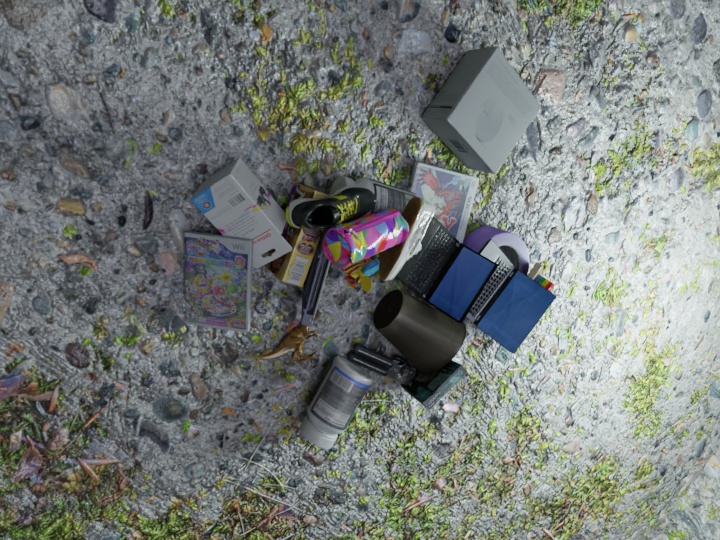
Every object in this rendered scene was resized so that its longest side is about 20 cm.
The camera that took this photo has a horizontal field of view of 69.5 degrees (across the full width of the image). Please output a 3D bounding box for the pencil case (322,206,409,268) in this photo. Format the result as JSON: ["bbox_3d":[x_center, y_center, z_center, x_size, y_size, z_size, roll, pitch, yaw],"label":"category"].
[{"bbox_3d":[0.014,-0.070,1.052,0.198,0.087,0.090,-26,119,-45],"label":"pencil case"}]

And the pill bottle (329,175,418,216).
[{"bbox_3d":[0.031,-0.144,1.185,0.197,0.116,0.118,12,101,-28],"label":"pill bottle"}]

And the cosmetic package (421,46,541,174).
[{"bbox_3d":[0.288,-0.378,1.236,0.198,0.123,0.201,37,89,-30],"label":"cosmetic package"}]

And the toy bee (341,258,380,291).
[{"bbox_3d":[0.000,0.000,1.221,0.109,0.132,0.199,-42,134,20],"label":"toy bee"}]

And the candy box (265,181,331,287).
[{"bbox_3d":[-0.133,-0.080,1.121,0.056,0.116,0.204,15,99,-33],"label":"candy box"}]

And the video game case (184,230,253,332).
[{"bbox_3d":[-0.297,0.026,1.084,0.140,0.018,0.204,7,109,3],"label":"video game case"}]

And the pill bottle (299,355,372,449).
[{"bbox_3d":[-0.063,0.328,1.286,0.113,0.114,0.203,29,92,-30],"label":"pill bottle"}]

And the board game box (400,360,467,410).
[{"bbox_3d":[0.185,0.281,1.348,0.135,0.200,0.028,-43,98,-8],"label":"board game box"}]

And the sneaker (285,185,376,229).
[{"bbox_3d":[-0.047,-0.116,1.039,0.197,0.084,0.076,-18,115,-24],"label":"sneaker"}]

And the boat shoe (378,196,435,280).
[{"bbox_3d":[0.107,-0.060,1.153,0.068,0.071,0.202,15,113,-32],"label":"boat shoe"}]

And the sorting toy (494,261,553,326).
[{"bbox_3d":[0.461,0.102,1.443,0.201,0.069,0.199,-54,157,-2],"label":"sorting toy"}]

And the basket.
[{"bbox_3d":[0.140,0.147,1.321,0.199,0.137,0.180,36,115,-26],"label":"basket"}]

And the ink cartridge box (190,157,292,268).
[{"bbox_3d":[-0.231,-0.112,1.062,0.114,0.069,0.201,-23,122,25],"label":"ink cartridge box"}]

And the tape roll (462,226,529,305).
[{"bbox_3d":[0.354,-0.012,1.406,0.196,0.085,0.205,-8,108,-24],"label":"tape roll"}]

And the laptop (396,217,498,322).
[{"bbox_3d":[0.207,-0.006,1.274,0.199,0.103,0.179,39,82,-29],"label":"laptop"}]

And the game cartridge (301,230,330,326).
[{"bbox_3d":[-0.097,0.003,1.141,0.038,0.130,0.203,11,114,-15],"label":"game cartridge"}]

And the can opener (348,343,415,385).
[{"bbox_3d":[0.058,0.240,1.362,0.197,0.067,0.054,27,105,-19],"label":"can opener"}]

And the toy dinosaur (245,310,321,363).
[{"bbox_3d":[-0.165,0.176,1.232,0.199,0.060,0.107,-41,95,-16],"label":"toy dinosaur"}]

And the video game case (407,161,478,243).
[{"bbox_3d":[0.200,-0.163,1.317,0.196,0.023,0.186,7,102,-28],"label":"video game case"}]

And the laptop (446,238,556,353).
[{"bbox_3d":[0.358,0.065,1.317,0.200,0.116,0.188,42,85,-30],"label":"laptop"}]
